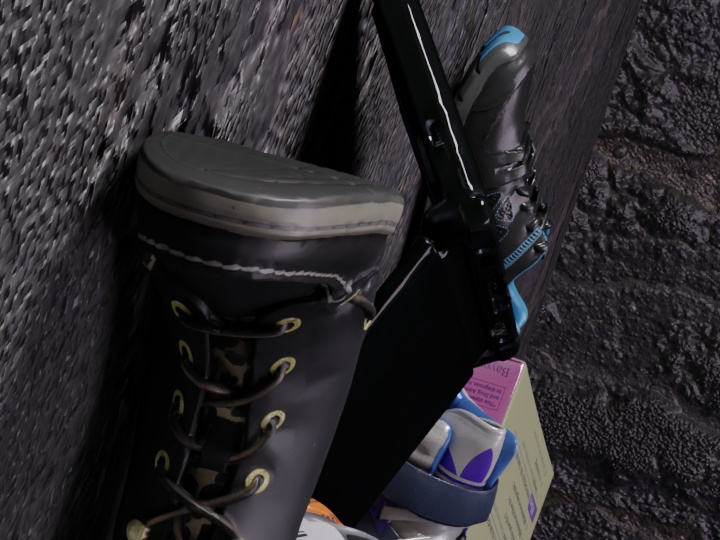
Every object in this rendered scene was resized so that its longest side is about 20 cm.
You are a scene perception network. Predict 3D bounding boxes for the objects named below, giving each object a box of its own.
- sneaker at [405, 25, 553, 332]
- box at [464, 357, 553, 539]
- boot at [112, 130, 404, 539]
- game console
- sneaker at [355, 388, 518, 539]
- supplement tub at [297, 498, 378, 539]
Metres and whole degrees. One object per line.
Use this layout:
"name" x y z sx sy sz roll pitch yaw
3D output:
"sneaker" 0.081 -0.049 1.225 0.073 0.081 0.201 -56 163 -53
"box" 0.035 0.166 1.276 0.176 0.096 0.201 68 40 -61
"boot" -0.039 0.042 0.632 0.204 0.073 0.155 3 102 -85
"game console" 0.000 0.000 0.872 0.200 0.115 0.177 68 3 -72
"sneaker" 0.030 0.142 1.078 0.147 0.080 0.201 -53 -145 39
"supplement tub" -0.008 0.173 0.738 0.200 0.121 0.124 51 -48 50
